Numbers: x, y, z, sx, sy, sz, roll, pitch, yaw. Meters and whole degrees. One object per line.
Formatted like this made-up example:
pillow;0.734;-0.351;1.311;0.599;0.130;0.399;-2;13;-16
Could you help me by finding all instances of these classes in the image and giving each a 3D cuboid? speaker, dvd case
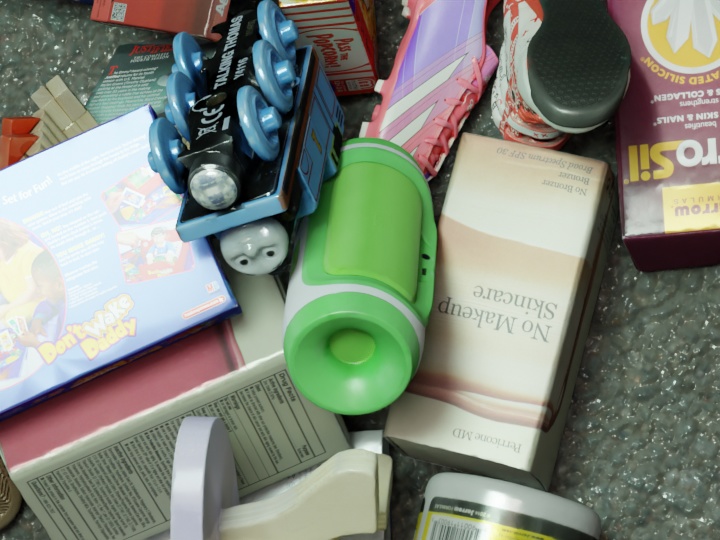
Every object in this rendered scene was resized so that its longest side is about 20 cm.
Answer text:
speaker;0.000;0.000;1.637;0.088;0.089;0.200;-11;31;11
dvd case;-0.140;-0.077;1.748;0.145;0.022;0.201;-5;48;37

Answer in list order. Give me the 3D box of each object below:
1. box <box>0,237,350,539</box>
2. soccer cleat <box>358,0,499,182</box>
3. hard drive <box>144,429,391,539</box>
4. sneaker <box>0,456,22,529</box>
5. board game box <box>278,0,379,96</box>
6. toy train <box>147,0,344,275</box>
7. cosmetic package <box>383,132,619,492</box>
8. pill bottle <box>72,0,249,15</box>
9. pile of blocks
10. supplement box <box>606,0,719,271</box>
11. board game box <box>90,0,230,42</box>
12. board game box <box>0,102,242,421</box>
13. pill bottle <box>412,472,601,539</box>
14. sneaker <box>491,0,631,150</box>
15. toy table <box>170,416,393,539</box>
box;-0.124;0.079;1.698;0.199;0.128;0.109;-23;53;-1
soccer cleat;0.049;-0.114;1.761;0.076;0.067;0.201;14;80;7
hard drive;-0.079;0.175;1.740;0.198;0.025;0.133;-4;76;13
sneaker;-0.302;0.088;1.802;0.070;0.108;0.200;-44;101;-2
board game box;-0.025;-0.234;1.750;0.046;0.152;0.202;-6;72;6
toy train;-0.065;-0.078;1.617;0.086;0.115;0.200;-19;30;16
cosmetic package;0.091;0.027;1.701;0.103;0.087;0.201;11;80;14
pill bottle;-0.168;-0.232;1.815;0.199;0.112;0.113;14;80;17
pile of blocks;-0.223;-0.052;1.721;0.082;0.062;0.201;-17;40;26
supplement box;0.217;-0.109;1.703;0.109;0.086;0.202;-5;76;12
board game box;-0.109;-0.250;1.713;0.102;0.019;0.202;12;89;37
board game box;-0.188;0.003;1.623;0.199;0.045;0.135;-24;84;0
pill bottle;0.073;0.232;1.643;0.112;0.112;0.201;12;80;16
sneaker;0.123;-0.109;1.679;0.067;0.109;0.202;1;33;-6
toy table;-0.045;0.177;1.627;0.116;0.201;0.185;2;52;6
